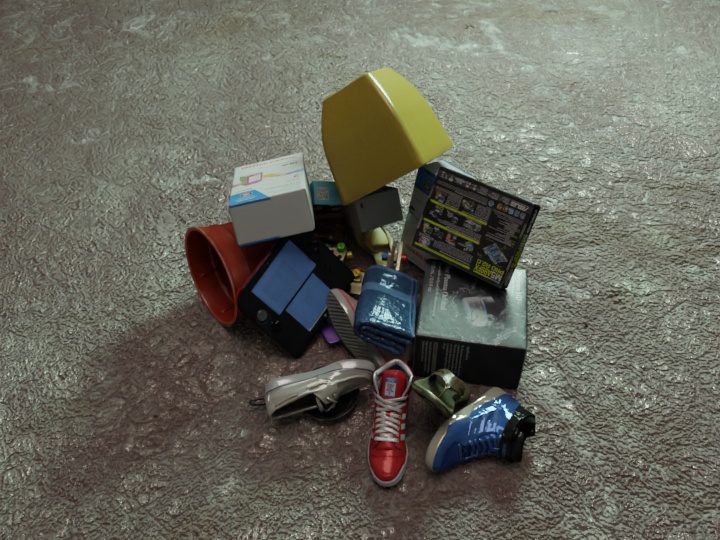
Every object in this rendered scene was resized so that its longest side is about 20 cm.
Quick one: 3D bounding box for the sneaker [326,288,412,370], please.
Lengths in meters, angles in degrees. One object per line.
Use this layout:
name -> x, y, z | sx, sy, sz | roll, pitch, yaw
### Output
sneaker -> 0.022, 0.107, 1.239 | 0.103, 0.076, 0.201 | -23, 65, -31

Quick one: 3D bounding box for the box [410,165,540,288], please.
box -> 0.207, -0.081, 1.217 | 0.198, 0.163, 0.044 | 26, 14, 28

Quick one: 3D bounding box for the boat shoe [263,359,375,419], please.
boat shoe -> -0.066, 0.206, 1.126 | 0.196, 0.073, 0.067 | -10, 51, -6

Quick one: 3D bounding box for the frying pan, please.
frying pan -> -0.089, 0.234, 1.164 | 0.188, 0.031, 0.115 | -26, 49, -17

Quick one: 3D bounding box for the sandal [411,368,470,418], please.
sandal -> 0.142, 0.191, 1.102 | 0.079, 0.058, 0.200 | 37, 14, 17

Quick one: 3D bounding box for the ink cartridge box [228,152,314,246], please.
ink cartridge box -> -0.165, -0.138, 1.242 | 0.142, 0.086, 0.201 | -13, 28, -1

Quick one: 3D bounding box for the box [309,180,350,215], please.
box -> -0.090, -0.146, 1.427 | 0.081, 0.200, 0.050 | -1, 84, -20

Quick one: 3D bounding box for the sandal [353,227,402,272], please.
sandal -> 0.040, -0.067, 1.430 | 0.076, 0.070, 0.213 | -15, 46, -12

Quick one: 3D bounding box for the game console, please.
game console -> -0.121, 0.035, 1.240 | 0.201, 0.177, 0.031 | -53, 22, -14

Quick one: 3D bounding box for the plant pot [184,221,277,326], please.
plant pot -> -0.218, -0.022, 1.324 | 0.193, 0.203, 0.200 | -25, 48, -32

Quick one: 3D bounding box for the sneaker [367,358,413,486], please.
sneaker -> 0.049, 0.241, 1.092 | 0.070, 0.114, 0.202 | 3, 45, 6

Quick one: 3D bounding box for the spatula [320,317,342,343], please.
spatula -> -0.074, 0.073, 1.330 | 0.056, 0.021, 0.201 | -20, 47, -15

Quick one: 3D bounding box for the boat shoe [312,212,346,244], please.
boat shoe -> -0.124, -0.082, 1.444 | 0.196, 0.072, 0.070 | -4, -3, 25

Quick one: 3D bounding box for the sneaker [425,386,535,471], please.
sneaker -> 0.204, 0.277, 1.075 | 0.198, 0.078, 0.111 | -28, 40, -32

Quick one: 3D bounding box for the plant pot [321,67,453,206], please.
plant pot -> 0.035, -0.276, 1.296 | 0.192, 0.203, 0.195 | -23, 8, 32

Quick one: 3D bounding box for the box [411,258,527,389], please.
box -> 0.205, 0.094, 1.231 | 0.196, 0.119, 0.199 | 7, 46, 8

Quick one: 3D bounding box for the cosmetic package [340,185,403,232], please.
cosmetic package -> 0.009, -0.142, 1.442 | 0.100, 0.073, 0.200 | -17, 15, -14

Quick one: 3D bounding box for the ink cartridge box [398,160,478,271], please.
ink cartridge box -> 0.172, -0.100, 1.357 | 0.085, 0.203, 0.146 | -21, 46, -39

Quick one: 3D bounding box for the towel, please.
towel -> 0.049, 0.061, 1.206 | 0.110, 0.049, 0.201 | 21, 34, -5

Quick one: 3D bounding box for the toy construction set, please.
toy construction set -> 0.000, 0.000, 1.354 | 0.196, 0.093, 0.133 | -1, 49, 18
